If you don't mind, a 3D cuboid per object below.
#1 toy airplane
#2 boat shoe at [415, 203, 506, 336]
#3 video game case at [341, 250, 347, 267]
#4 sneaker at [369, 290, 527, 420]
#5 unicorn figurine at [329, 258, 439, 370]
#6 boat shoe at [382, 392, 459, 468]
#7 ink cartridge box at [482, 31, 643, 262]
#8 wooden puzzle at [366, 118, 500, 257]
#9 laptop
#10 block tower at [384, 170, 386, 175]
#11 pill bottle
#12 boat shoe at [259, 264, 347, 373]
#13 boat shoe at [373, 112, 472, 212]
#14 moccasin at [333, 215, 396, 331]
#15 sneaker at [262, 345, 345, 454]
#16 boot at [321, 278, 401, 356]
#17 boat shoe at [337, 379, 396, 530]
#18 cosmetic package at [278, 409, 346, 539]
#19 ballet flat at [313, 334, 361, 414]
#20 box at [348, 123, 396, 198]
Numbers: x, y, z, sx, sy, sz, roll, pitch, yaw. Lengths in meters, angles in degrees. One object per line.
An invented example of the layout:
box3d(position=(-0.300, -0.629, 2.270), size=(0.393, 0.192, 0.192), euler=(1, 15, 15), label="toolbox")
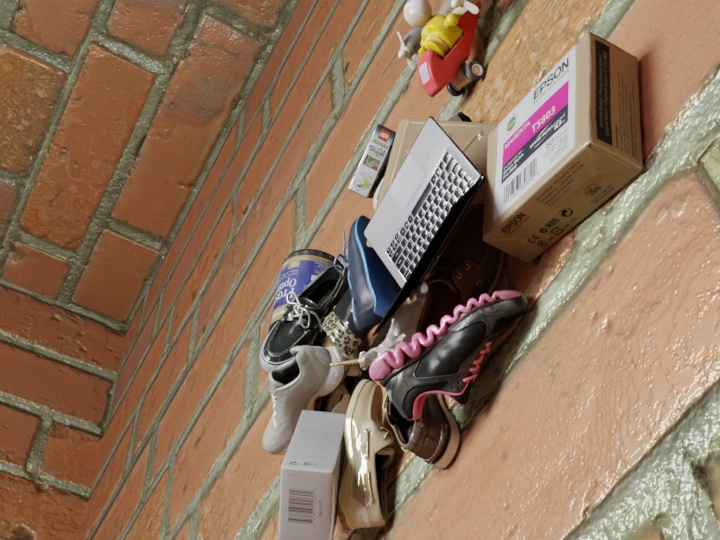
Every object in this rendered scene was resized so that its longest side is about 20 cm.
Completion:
box3d(position=(0.132, -0.386, 1.496), size=(0.202, 0.139, 0.200), euler=(-59, 20, 22), label="toy airplane")
box3d(position=(0.118, 0.013, 1.169), size=(0.071, 0.067, 0.204), euler=(16, 85, 43), label="boat shoe")
box3d(position=(-0.018, 0.024, 1.637), size=(0.203, 0.018, 0.143), euler=(-65, 19, 7), label="video game case")
box3d(position=(0.110, 0.098, 1.091), size=(0.198, 0.079, 0.097), euler=(-33, 72, 12), label="sneaker")
box3d(position=(0.055, 0.079, 1.315), size=(0.201, 0.073, 0.137), euler=(-54, 10, -3), label="unicorn figurine")
box3d(position=(0.062, 0.170, 1.190), size=(0.073, 0.059, 0.200), euler=(-63, 19, 13), label="boat shoe")
box3d(position=(0.219, -0.133, 1.079), size=(0.200, 0.074, 0.167), euler=(-47, 29, 48), label="ink cartridge box")
box3d(position=(0.114, -0.105, 1.285), size=(0.197, 0.046, 0.189), euler=(7, 74, 34), label="wooden puzzle")
box3d(position=(0.052, -0.058, 1.165), size=(0.189, 0.114, 0.201), euler=(-58, 47, 28), label="laptop")
box3d(position=(0.073, -0.099, 1.470), size=(0.054, 0.057, 0.201), euler=(-58, 19, 25), label="block tower")
box3d(position=(-0.089, 0.077, 1.573), size=(0.112, 0.110, 0.203), euler=(-42, 31, 50), label="pill bottle")
box3d(position=(-0.083, 0.069, 1.464), size=(0.199, 0.073, 0.069), euler=(-43, -30, -31), label="boat shoe")
box3d(position=(0.083, -0.139, 1.406), size=(0.200, 0.075, 0.093), euler=(-43, 7, -18), label="boat shoe")
box3d(position=(0.000, 0.000, 1.328), size=(0.068, 0.080, 0.202), euler=(-47, 24, 27), label="moccasin")
box3d(position=(-0.107, 0.182, 1.417), size=(0.202, 0.091, 0.076), euler=(-59, 35, 22), label="sneaker")
box3d(position=(-0.002, 0.028, 1.446), size=(0.154, 0.073, 0.204), euler=(-47, 25, 3), label="boot")
box3d(position=(0.016, 0.233, 1.252), size=(0.064, 0.073, 0.203), euler=(-8, 50, 21), label="boat shoe")
box3d(position=(-0.058, 0.265, 1.272), size=(0.200, 0.072, 0.104), euler=(-67, -19, -76), label="cosmetic package")
box3d(position=(-0.034, 0.172, 1.448), size=(0.072, 0.067, 0.204), euler=(0, 71, 61), label="ballet flat")
box3d(position=(0.030, -0.174, 1.581), size=(0.112, 0.034, 0.200), euler=(-65, -5, 7), label="box")
